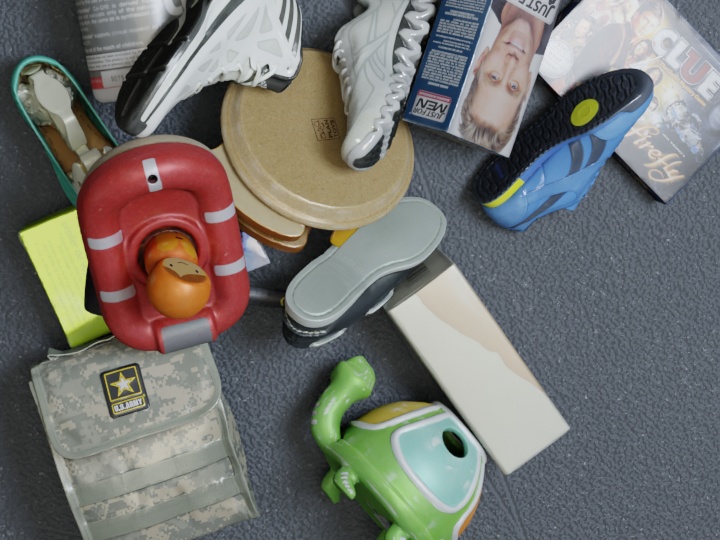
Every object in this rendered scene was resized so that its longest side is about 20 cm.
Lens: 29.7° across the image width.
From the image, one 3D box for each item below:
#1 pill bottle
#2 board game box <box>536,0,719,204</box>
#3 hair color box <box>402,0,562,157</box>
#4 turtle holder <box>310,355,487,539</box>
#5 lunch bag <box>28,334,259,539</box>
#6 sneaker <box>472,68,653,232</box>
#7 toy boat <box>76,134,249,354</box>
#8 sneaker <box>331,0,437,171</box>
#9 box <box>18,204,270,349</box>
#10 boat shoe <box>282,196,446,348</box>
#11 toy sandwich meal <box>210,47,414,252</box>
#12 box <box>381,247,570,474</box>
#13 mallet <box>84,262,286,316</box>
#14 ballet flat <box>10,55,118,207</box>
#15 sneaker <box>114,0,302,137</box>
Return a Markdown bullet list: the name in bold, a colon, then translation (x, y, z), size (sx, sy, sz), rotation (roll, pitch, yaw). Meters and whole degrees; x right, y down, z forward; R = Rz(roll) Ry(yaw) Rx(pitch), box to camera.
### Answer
- **pill bottle**: translation (-0.193, -0.253, 1.176), size (0.114, 0.114, 0.200), rotation (-10, 102, -5)
- **board game box**: translation (0.266, -0.180, 1.288), size (0.200, 0.035, 0.136), rotation (43, 93, -12)
- **hair color box**: translation (0.118, -0.212, 1.220), size (0.100, 0.060, 0.200), rotation (14, 96, -48)
- **turtle holder**: translation (0.034, 0.182, 1.291), size (0.132, 0.141, 0.185), rotation (-40, 63, -13)
- **lunch bag**: translation (-0.199, 0.149, 1.247), size (0.164, 0.118, 0.200), rotation (-18, 106, -6)
- **sneaker**: translation (0.199, -0.108, 1.261), size (0.200, 0.066, 0.078), rotation (-39, 125, 24)
- **toy boat**: translation (-0.156, -0.008, 1.116), size (0.130, 0.131, 0.200), rotation (-15, 122, -11)
- **sneaker**: translation (0.008, -0.172, 1.205), size (0.081, 0.075, 0.200), rotation (19, 55, -1)
- **box**: translation (-0.198, -0.023, 1.253), size (0.200, 0.048, 0.122), rotation (-23, 104, -3)
- **boat shoe**: translation (0.000, 0.000, 1.254), size (0.200, 0.060, 0.076), rotation (-32, 68, -32)
- **toy sandwich meal**: translation (-0.046, -0.107, 1.227), size (0.205, 0.070, 0.205), rotation (10, 62, -20)
- **box**: translation (0.105, 0.085, 1.289), size (0.078, 0.095, 0.200), rotation (-36, 104, 0)
- **mallet**: translation (-0.152, 0.026, 1.231), size (0.200, 0.041, 0.066), rotation (15, 102, -17)
- **ballet flat**: translation (-0.246, -0.107, 1.189), size (0.067, 0.070, 0.200), rotation (-35, 83, -6)
- **sneaker**: translation (-0.110, -0.168, 1.126), size (0.115, 0.076, 0.201), rotation (43, 67, -29)
